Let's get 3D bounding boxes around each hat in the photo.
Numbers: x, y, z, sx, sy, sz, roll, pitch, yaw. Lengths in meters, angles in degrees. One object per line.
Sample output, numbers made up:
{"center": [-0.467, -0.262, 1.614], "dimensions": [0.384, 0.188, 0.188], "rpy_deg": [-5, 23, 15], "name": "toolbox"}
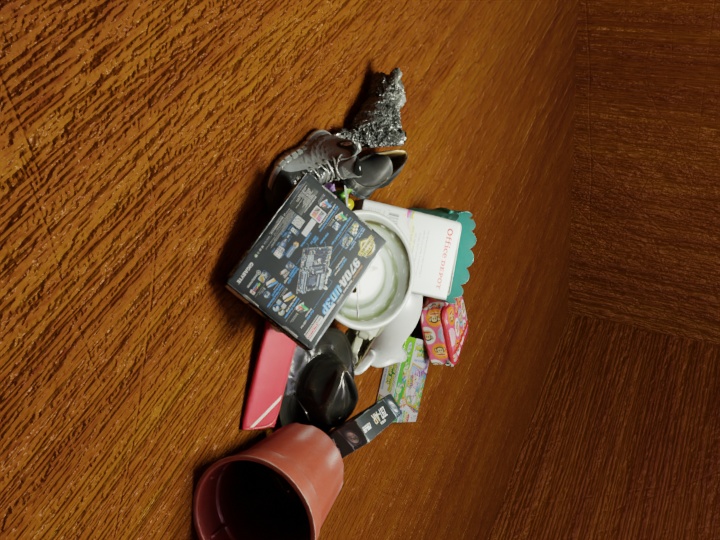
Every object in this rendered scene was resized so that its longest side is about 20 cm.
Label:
{"center": [-0.053, 0.205, 1.261], "dimensions": [0.198, 0.080, 0.205], "rpy_deg": [-15, 112, -41], "name": "hat"}

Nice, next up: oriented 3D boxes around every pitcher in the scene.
{"center": [0.043, 0.106, 1.482], "dimensions": [0.170, 0.120, 0.204], "rpy_deg": [-26, 136, -44], "name": "pitcher"}

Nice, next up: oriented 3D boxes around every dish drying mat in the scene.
{"center": [-0.138, 0.155, 1.179], "dimensions": [0.076, 0.018, 0.204], "rpy_deg": [9, 99, -49], "name": "dish drying mat"}

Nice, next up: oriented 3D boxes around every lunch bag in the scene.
{"center": [0.210, 0.141, 1.823], "dimensions": [0.200, 0.080, 0.180], "rpy_deg": [-54, 134, -59], "name": "lunch bag"}

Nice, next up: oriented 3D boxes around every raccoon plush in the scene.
{"center": [0.020, -0.284, 1.290], "dimensions": [0.199, 0.095, 0.137], "rpy_deg": [-23, 113, -60], "name": "raccoon plush"}

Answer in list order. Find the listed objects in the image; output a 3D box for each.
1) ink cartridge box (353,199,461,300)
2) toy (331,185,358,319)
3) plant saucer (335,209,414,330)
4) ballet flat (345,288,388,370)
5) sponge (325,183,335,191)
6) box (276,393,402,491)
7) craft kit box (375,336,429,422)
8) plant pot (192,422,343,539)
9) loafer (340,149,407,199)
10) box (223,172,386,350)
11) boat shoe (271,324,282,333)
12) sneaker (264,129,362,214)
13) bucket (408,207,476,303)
{"center": [0.074, -0.038, 1.369], "dimensions": [0.085, 0.196, 0.148], "rpy_deg": [-167, -91, -76], "name": "ink cartridge box"}
{"center": [-0.029, -0.028, 1.179], "dimensions": [0.115, 0.046, 0.205], "rpy_deg": [-48, 136, -88], "name": "toy"}
{"center": [0.000, 0.000, 1.270], "dimensions": [0.196, 0.050, 0.205], "rpy_deg": [1, 87, -28], "name": "plant saucer"}
{"center": [0.004, 0.117, 1.358], "dimensions": [0.069, 0.069, 0.202], "rpy_deg": [-46, 166, -49], "name": "ballet flat"}
{"center": [-0.088, -0.045, 1.221], "dimensions": [0.201, 0.029, 0.113], "rpy_deg": [-55, 146, -41], "name": "sponge"}
{"center": [-0.038, 0.300, 1.296], "dimensions": [0.044, 0.199, 0.160], "rpy_deg": [57, 23, 7], "name": "box"}
{"center": [0.103, 0.255, 1.741], "dimensions": [0.199, 0.048, 0.202], "rpy_deg": [21, 78, -65], "name": "craft kit box"}
{"center": [-0.123, 0.342, 1.142], "dimensions": [0.195, 0.196, 0.206], "rpy_deg": [-29, 126, -68], "name": "plant pot"}
{"center": [0.024, -0.183, 1.329], "dimensions": [0.073, 0.072, 0.200], "rpy_deg": [52, 29, -2], "name": "loafer"}
{"center": [-0.079, -0.013, 1.072], "dimensions": [0.202, 0.158, 0.046], "rpy_deg": [-55, -166, -13], "name": "box"}
{"center": [-0.080, 0.002, 1.145], "dimensions": [0.072, 0.059, 0.205], "rpy_deg": [37, 63, -56], "name": "boat shoe"}
{"center": [-0.059, -0.153, 1.138], "dimensions": [0.201, 0.113, 0.076], "rpy_deg": [-56, 147, -40], "name": "sneaker"}
{"center": [0.161, -0.040, 1.630], "dimensions": [0.207, 0.132, 0.212], "rpy_deg": [-39, 135, -53], "name": "bucket"}
